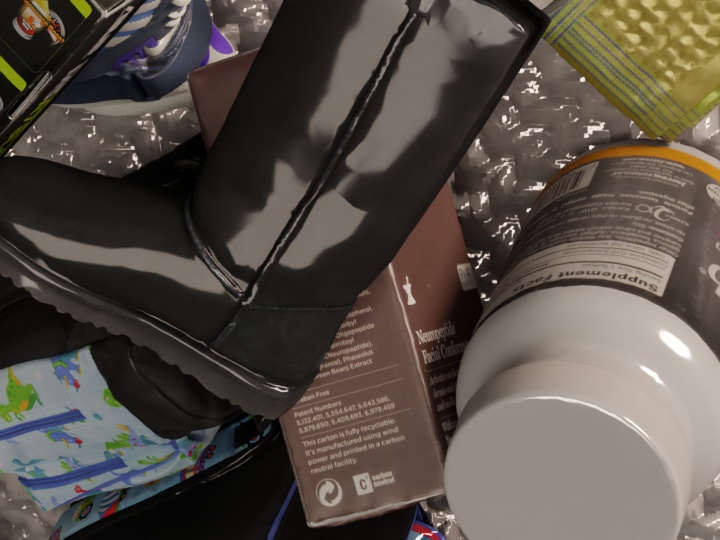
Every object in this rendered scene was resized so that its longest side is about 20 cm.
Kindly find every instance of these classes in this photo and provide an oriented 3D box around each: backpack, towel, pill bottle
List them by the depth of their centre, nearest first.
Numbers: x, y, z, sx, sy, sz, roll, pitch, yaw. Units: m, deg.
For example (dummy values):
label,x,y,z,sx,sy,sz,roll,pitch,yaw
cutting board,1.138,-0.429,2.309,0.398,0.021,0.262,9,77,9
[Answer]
label,x,y,z,sx,sy,sz,roll,pitch,yaw
towel,0.109,-0.156,0.920,0.200,0.023,0.144,42,124,-8
pill bottle,0.105,0.037,0.929,0.116,0.200,0.117,9,123,14
backpack,-0.123,0.032,1.037,0.200,0.163,0.154,-10,131,31
backpack,-0.079,0.172,1.093,0.200,0.183,0.135,-19,130,42

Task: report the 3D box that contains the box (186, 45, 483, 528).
label,x,y,z,sx,sy,sz,roll,pitch,yaw
box,0.000,0.000,0.959,0.075,0.100,0.200,-18,88,23

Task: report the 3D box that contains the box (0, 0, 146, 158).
label,x,y,z,sx,sy,sz,roll,pitch,yaw
box,-0.201,-0.132,0.893,0.200,0.048,0.193,48,131,-1

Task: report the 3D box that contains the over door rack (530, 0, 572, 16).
label,x,y,z,sx,sy,sz,roll,pitch,yaw
over door rack,0.034,-0.154,0.866,0.148,0.067,0.200,43,159,-11

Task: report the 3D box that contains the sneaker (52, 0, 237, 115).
label,x,y,z,sx,sy,sz,roll,pitch,yaw
sneaker,-0.087,-0.128,0.953,0.200,0.081,0.146,-22,154,37

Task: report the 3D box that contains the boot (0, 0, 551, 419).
label,x,y,z,sx,sy,sz,roll,pitch,yaw
boot,-0.045,-0.059,0.850,0.165,0.066,0.200,29,121,-7
